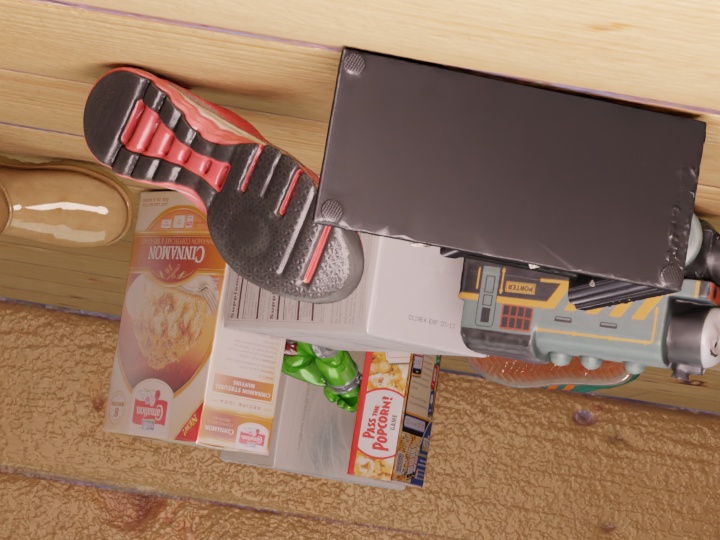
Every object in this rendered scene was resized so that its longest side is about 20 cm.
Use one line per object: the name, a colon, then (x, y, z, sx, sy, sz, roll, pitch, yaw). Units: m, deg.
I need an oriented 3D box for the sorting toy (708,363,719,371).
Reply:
sorting toy: (0.291, 0.058, 2.372, 0.184, 0.037, 0.200, 6, 169, 30)

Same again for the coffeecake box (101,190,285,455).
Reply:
coffeecake box: (-0.127, 0.040, 1.969, 0.073, 0.202, 0.153, 12, 173, -35)

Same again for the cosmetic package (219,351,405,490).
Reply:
cosmetic package: (-0.040, 0.147, 2.922, 0.199, 0.201, 0.123, 13, 174, -36)

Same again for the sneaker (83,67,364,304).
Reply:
sneaker: (-0.064, -0.056, 1.411, 0.200, 0.074, 0.087, 38, -160, 21)

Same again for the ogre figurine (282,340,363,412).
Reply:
ogre figurine: (-0.071, 0.043, 2.299, 0.098, 0.201, 0.120, -23, 162, -9)

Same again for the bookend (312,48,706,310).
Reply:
bookend: (0.063, -0.045, 1.350, 0.198, 0.093, 0.199, 11, 175, -9)

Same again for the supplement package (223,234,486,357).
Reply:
supplement package: (0.000, 0.000, 1.819, 0.113, 0.110, 0.199, 12, 173, -34)

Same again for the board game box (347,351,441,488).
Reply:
board game box: (0.040, 0.102, 2.333, 0.046, 0.202, 0.151, 8, 174, 13)

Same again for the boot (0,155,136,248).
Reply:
boot: (-0.276, -0.026, 1.815, 0.174, 0.067, 0.200, 9, -159, 10)

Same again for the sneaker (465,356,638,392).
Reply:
sneaker: (0.219, 0.105, 2.750, 0.198, 0.072, 0.080, 6, 169, 20)

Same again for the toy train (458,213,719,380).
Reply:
toy train: (0.157, 0.010, 1.642, 0.199, 0.115, 0.085, 7, 175, 21)
